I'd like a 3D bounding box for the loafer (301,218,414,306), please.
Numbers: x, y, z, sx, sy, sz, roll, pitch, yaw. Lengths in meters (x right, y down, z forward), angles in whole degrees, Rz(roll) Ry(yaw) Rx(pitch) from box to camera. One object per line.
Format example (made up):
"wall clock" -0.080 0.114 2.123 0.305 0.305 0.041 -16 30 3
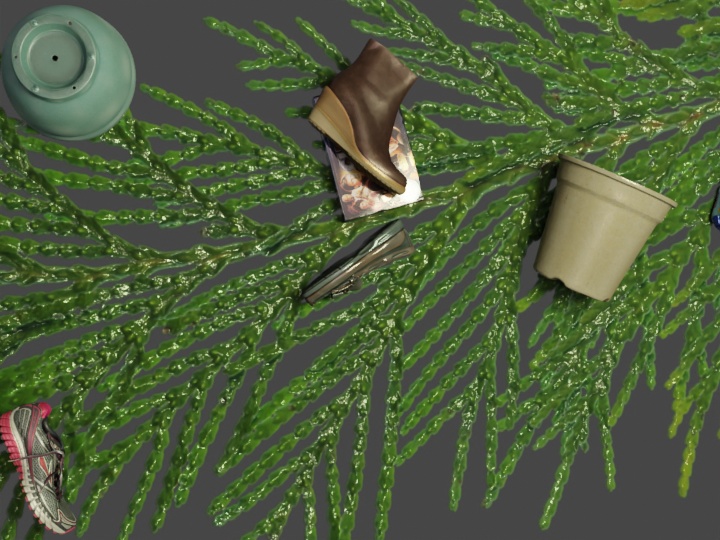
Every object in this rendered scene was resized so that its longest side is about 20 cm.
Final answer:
"loafer" 0.000 0.000 1.452 0.199 0.072 0.063 -38 101 -8

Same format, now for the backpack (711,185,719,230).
"backpack" 0.681 -0.127 1.478 0.133 0.200 0.185 19 88 -7

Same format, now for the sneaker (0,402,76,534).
"sneaker" -0.471 0.297 1.380 0.074 0.081 0.203 -22 92 -9

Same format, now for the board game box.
"board game box" 0.011 -0.192 1.469 0.133 0.035 0.203 -16 92 -7

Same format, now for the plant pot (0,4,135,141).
"plant pot" -0.439 -0.300 1.358 0.197 0.134 0.204 0 90 -7

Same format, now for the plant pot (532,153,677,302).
"plant pot" 0.366 -0.060 1.453 0.198 0.201 0.186 22 99 -7

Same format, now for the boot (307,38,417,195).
"boot" 0.036 -0.235 1.417 0.200 0.072 0.167 42 87 -2
